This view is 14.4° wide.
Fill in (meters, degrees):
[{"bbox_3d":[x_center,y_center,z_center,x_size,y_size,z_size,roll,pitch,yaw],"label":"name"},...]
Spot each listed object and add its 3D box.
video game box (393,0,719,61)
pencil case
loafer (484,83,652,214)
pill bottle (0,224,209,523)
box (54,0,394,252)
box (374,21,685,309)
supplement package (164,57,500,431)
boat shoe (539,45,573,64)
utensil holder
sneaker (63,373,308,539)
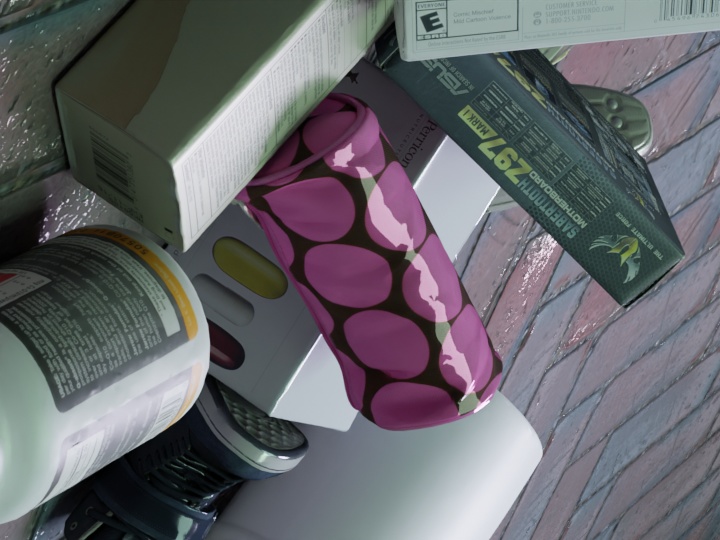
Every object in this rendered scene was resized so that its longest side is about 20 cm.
[{"bbox_3d":[0.112,-0.194,1.396,0.183,0.199,0.047,88,-6,-45],"label":"video game box"},{"bbox_3d":[0.000,0.000,1.537,0.094,0.091,0.200,-29,119,1],"label":"pencil case"},{"bbox_3d":[0.086,-0.072,1.805,0.199,0.070,0.070,-9,165,-3],"label":"loafer"},{"bbox_3d":[-0.171,0.057,1.397,0.200,0.116,0.117,-29,148,-54],"label":"pill bottle"},{"bbox_3d":[-0.059,-0.118,1.448,0.200,0.078,0.095,-49,160,-24],"label":"box"},{"bbox_3d":[0.089,-0.085,1.582,0.051,0.200,0.158,-43,-162,12],"label":"box"},{"bbox_3d":[-0.019,-0.020,1.673,0.200,0.111,0.156,-58,163,3],"label":"supplement package"},{"bbox_3d":[0.103,-0.157,1.820,0.202,0.072,0.060,-37,169,-27],"label":"boat shoe"},{"bbox_3d":[0.007,0.162,1.977,0.200,0.170,0.170,-54,163,-17],"label":"utensil holder"},{"bbox_3d":[-0.105,0.130,1.672,0.146,0.077,0.202,-54,-169,0],"label":"sneaker"}]
